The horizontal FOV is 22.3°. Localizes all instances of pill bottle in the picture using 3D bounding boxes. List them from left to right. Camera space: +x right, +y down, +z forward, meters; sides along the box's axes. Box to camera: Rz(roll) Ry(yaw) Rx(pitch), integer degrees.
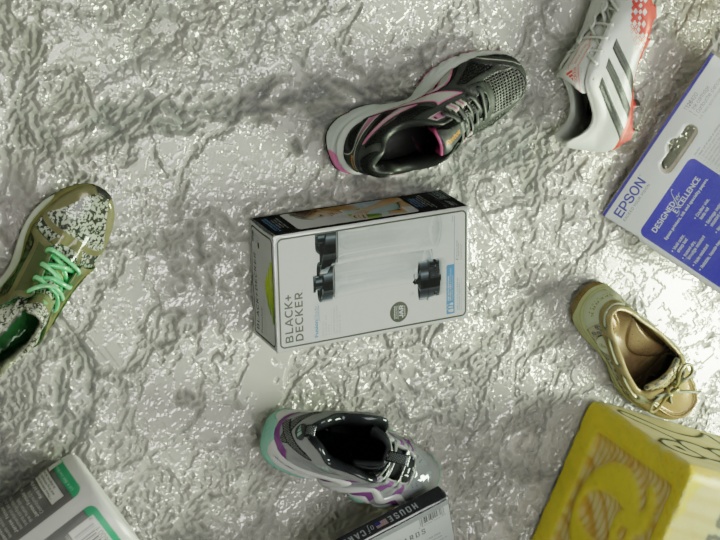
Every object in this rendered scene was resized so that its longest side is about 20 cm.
[{"bbox_3d":[-0.301,0.264,1.614,0.200,0.113,0.113,-37,119,-9],"label":"pill bottle"}]

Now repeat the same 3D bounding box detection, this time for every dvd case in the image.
[{"bbox_3d":[0.031,0.315,1.810,0.150,0.025,0.201,-26,134,-15],"label":"dvd case"}]

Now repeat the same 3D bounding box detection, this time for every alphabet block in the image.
[{"bbox_3d":[0.322,0.271,1.870,0.199,0.195,0.198,17,98,-28],"label":"alphabet block"}]

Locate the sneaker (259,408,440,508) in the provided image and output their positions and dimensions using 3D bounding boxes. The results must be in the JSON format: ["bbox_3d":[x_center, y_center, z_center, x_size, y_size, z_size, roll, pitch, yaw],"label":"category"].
[{"bbox_3d":[0.018,0.178,1.715,0.199,0.140,0.078,15,77,-30],"label":"sneaker"}]

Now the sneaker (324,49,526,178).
[{"bbox_3d":[0.073,-0.131,1.671,0.199,0.086,0.081,-30,120,-14],"label":"sneaker"}]

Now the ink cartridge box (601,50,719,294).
[{"bbox_3d":[0.376,-0.084,1.820,0.199,0.047,0.198,34,105,2],"label":"ink cartridge box"}]

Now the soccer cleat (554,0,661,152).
[{"bbox_3d":[0.228,-0.207,1.731,0.085,0.069,0.201,-7,115,-27],"label":"soccer cleat"}]

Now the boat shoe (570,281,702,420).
[{"bbox_3d":[0.288,0.093,1.865,0.073,0.063,0.200,-50,121,-3],"label":"boat shoe"}]

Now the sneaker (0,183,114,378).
[{"bbox_3d":[-0.269,0.019,1.558,0.077,0.089,0.201,35,90,-30],"label":"sneaker"}]

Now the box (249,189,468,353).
[{"bbox_3d":[0.000,0.000,1.697,0.199,0.060,0.117,-8,111,-23],"label":"box"}]
